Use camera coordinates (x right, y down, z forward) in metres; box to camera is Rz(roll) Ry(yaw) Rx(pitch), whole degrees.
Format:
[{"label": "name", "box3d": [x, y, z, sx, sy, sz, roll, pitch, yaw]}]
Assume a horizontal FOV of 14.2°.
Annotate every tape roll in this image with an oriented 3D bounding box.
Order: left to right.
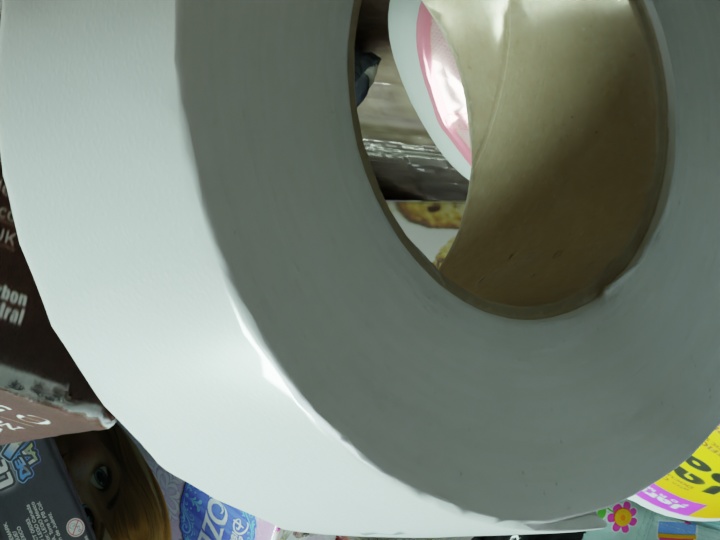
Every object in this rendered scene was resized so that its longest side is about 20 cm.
[{"label": "tape roll", "box3d": [0.014, -0.037, 0.688, 0.202, 0.203, 0.071, 24, 159, -38]}]

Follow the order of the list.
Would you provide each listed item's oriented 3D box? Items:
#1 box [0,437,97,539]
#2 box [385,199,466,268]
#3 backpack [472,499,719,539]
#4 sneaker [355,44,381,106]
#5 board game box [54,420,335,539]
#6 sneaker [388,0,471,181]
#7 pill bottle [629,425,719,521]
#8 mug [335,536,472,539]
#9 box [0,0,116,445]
[{"label": "box", "box3d": [-0.137, 0.064, 1.025, 0.035, 0.200, 0.110, -23, -178, -19]}, {"label": "box", "box3d": [0.000, 0.000, 0.899, 0.200, 0.041, 0.039, 1, 170, -4]}, {"label": "backpack", "box3d": [0.147, 0.099, 1.190, 0.200, 0.127, 0.167, 15, -176, -9]}, {"label": "sneaker", "box3d": [-0.064, -0.033, 0.952, 0.078, 0.086, 0.200, 21, 161, -31]}, {"label": "board game box", "box3d": [-0.100, 0.080, 1.083, 0.199, 0.041, 0.200, 38, 134, 26]}, {"label": "sneaker", "box3d": [0.097, -0.023, 0.812, 0.105, 0.075, 0.200, 17, 152, 54]}, {"label": "pill bottle", "box3d": [0.131, 0.030, 1.011, 0.104, 0.104, 0.200, 13, 163, -8]}, {"label": "mug", "box3d": [-0.057, 0.063, 1.135, 0.200, 0.178, 0.133, 2, 166, 40]}, {"label": "box", "box3d": [-0.168, -0.045, 0.840, 0.166, 0.164, 0.200, 21, 161, -31]}]
